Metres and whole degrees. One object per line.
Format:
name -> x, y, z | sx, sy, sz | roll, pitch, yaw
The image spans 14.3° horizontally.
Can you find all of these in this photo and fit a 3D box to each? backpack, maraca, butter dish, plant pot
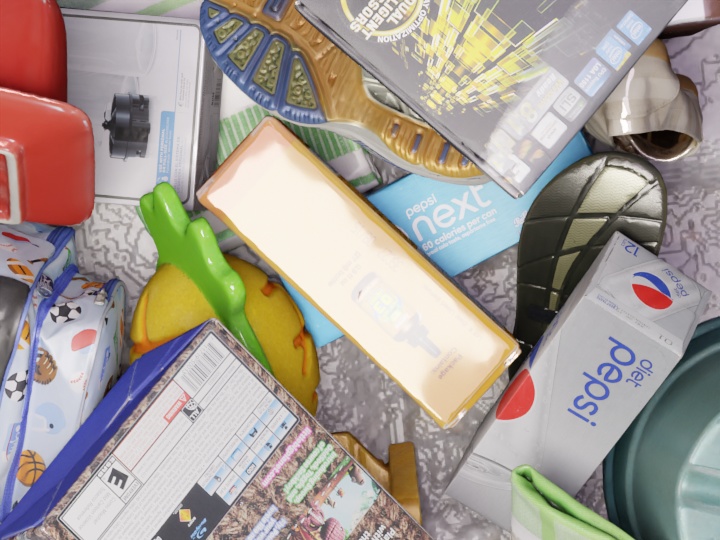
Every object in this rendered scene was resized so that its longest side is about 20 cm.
backpack -> -0.213, 0.052, 1.662 | 0.153, 0.191, 0.201 | 16, 111, -8
maraca -> -0.083, 0.039, 1.666 | 0.107, 0.137, 0.201 | -30, 131, -21
butter dish -> -0.233, -0.122, 1.567 | 0.199, 0.200, 0.149 | 10, 72, -2
plant pot -> 0.245, 0.129, 1.659 | 0.199, 0.196, 0.202 | 0, 93, 1

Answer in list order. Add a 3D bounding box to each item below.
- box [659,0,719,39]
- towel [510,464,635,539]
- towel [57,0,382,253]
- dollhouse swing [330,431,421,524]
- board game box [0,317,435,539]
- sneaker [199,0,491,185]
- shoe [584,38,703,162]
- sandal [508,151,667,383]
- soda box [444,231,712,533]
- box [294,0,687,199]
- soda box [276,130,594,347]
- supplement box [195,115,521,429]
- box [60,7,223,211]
box -> 0.113, -0.210, 1.647 | 0.163, 0.200, 0.167 | -7, 91, 1
towel -> 0.140, 0.211, 1.651 | 0.149, 0.201, 0.031 | 32, 60, 27
towel -> -0.090, -0.115, 1.740 | 0.152, 0.023, 0.201 | -24, 92, 2
dollhouse swing -> -0.059, 0.198, 1.675 | 0.198, 0.176, 0.183 | -5, 92, 2
board game box -> -0.076, 0.158, 1.559 | 0.200, 0.097, 0.160 | 46, 59, -11
sneaker -> -0.005, -0.101, 1.658 | 0.199, 0.088, 0.076 | 31, 84, 9
shoe -> 0.159, -0.086, 1.651 | 0.069, 0.200, 0.054 | -13, 79, 11
sandal -> 0.130, 0.004, 1.692 | 0.079, 0.057, 0.202 | 22, 134, 8
soda box -> 0.124, 0.072, 1.667 | 0.068, 0.064, 0.200 | 32, 135, 0
box -> 0.087, -0.164, 1.525 | 0.161, 0.049, 0.200 | 41, 92, -3
soda box -> 0.047, -0.030, 1.721 | 0.199, 0.064, 0.068 | -28, 91, 1
supplement box -> 0.000, 0.000, 1.659 | 0.200, 0.069, 0.067 | 43, 93, 1
box -> -0.185, -0.099, 1.708 | 0.199, 0.060, 0.118 | 6, 94, 9
